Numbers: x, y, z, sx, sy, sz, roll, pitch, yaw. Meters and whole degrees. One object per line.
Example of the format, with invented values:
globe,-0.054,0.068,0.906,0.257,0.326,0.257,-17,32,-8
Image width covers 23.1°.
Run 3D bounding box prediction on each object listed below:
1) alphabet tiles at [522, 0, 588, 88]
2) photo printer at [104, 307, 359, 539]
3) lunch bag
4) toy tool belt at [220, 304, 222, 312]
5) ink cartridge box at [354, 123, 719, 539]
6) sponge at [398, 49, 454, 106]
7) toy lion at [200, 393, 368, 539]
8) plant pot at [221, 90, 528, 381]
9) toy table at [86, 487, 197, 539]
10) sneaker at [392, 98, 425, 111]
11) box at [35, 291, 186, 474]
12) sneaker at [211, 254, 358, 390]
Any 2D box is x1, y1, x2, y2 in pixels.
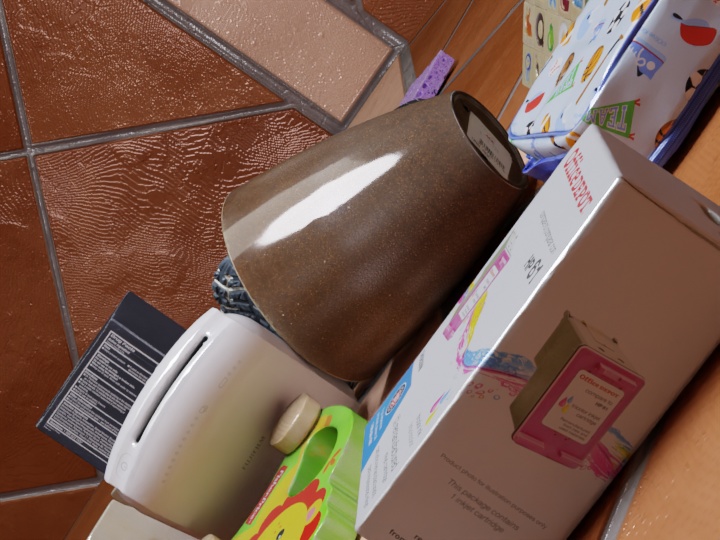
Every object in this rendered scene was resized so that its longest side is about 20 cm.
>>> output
alphabet tiles,0.146,-0.194,1.321,0.166,0.006,0.201,-124,32,-73
photo printer,-0.100,0.125,1.350,0.167,0.069,0.200,-57,-35,-5
lunch bag,0.166,-0.121,1.099,0.161,0.075,0.200,-58,8,-2
toy tool belt,-0.062,0.020,1.806,0.125,0.123,0.200,-49,9,42
ink cartridge box,0.088,0.041,0.822,0.200,0.085,0.145,-53,7,12
sponge,0.057,-0.199,2.403,0.200,0.030,0.112,-59,7,-28
toy lion,-0.048,0.185,1.227,0.200,0.069,0.192,-57,14,-13
plant pot,0.027,-0.044,1.379,0.200,0.187,0.187,-36,14,24
toy table,-0.159,0.208,1.628,0.200,0.117,0.184,-49,9,50
sneaker,0.033,-0.104,1.959,0.200,0.076,0.088,-60,2,-30
box,-0.295,0.173,2.394,0.199,0.200,0.123,-52,7,19
sneaker,-0.052,0.034,1.470,0.077,0.200,0.086,23,67,39
